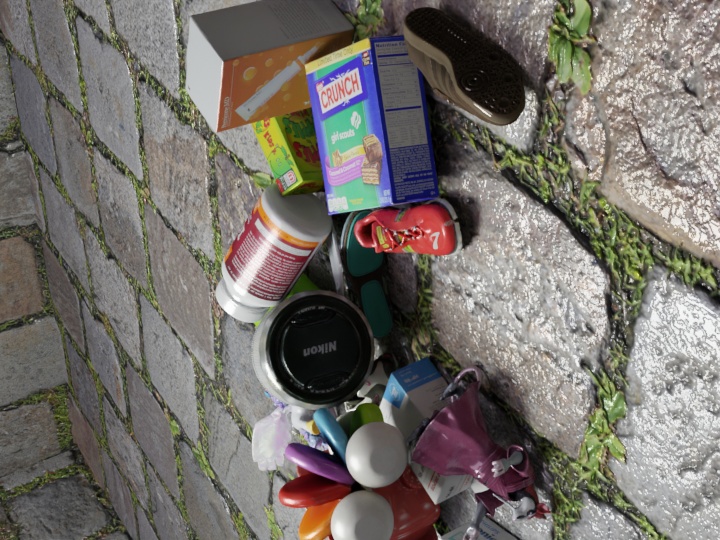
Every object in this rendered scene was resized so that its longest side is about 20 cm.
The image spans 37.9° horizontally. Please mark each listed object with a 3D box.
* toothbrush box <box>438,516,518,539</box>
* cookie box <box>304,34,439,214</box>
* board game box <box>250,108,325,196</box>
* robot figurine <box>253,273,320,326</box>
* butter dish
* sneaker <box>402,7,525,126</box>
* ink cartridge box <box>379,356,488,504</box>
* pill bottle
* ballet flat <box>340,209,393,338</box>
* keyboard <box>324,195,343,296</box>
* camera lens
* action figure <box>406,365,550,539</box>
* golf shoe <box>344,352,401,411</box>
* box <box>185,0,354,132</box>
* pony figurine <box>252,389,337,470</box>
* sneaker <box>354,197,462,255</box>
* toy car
[{"bbox_3d":[0.189,0.463,1.437,0.146,0.085,0.202,27,129,53],"label":"toothbrush box"},{"bbox_3d":[0.012,-0.180,1.326,0.171,0.075,0.202,-3,96,60],"label":"cookie box"},{"bbox_3d":[-0.106,-0.210,1.516,0.047,0.101,0.202,-32,78,35],"label":"board game box"},{"bbox_3d":[-0.110,0.067,1.692,0.200,0.116,0.176,42,170,45],"label":"robot figurine"},{"bbox_3d":[0.041,0.323,1.536,0.148,0.198,0.201,-44,68,42],"label":"butter dish"},{"bbox_3d":[0.119,-0.216,1.169,0.201,0.070,0.076,55,168,34],"label":"sneaker"},{"bbox_3d":[0.110,0.237,1.453,0.200,0.067,0.117,53,148,29],"label":"ink cartridge box"},{"bbox_3d":[-0.134,-0.022,1.538,0.113,0.112,0.201,54,126,28],"label":"pill bottle"},{"bbox_3d":[0.000,0.000,1.505,0.074,0.074,0.202,25,127,54],"label":"ballet flat"},{"bbox_3d":[-0.039,-0.038,1.524,0.201,0.011,0.057,-105,15,-57],"label":"keyboard"},{"bbox_3d":[-0.071,0.114,1.486,0.200,0.159,0.161,151,98,-78],"label":"camera lens"},{"bbox_3d":[0.161,0.247,1.339,0.199,0.149,0.134,39,124,4],"label":"action figure"},{"bbox_3d":[0.000,0.184,1.601,0.078,0.087,0.200,60,152,15],"label":"golf shoe"},{"bbox_3d":[-0.123,-0.283,1.402,0.098,0.199,0.125,53,149,29],"label":"box"},{"bbox_3d":[-0.094,0.236,1.727,0.199,0.165,0.195,10,113,59],"label":"pony figurine"},{"bbox_3d":[0.058,-0.046,1.346,0.199,0.084,0.078,3,111,61],"label":"sneaker"},{"bbox_3d":[-0.032,0.269,1.383,0.175,0.148,0.202,-172,94,-76],"label":"toy car"}]
